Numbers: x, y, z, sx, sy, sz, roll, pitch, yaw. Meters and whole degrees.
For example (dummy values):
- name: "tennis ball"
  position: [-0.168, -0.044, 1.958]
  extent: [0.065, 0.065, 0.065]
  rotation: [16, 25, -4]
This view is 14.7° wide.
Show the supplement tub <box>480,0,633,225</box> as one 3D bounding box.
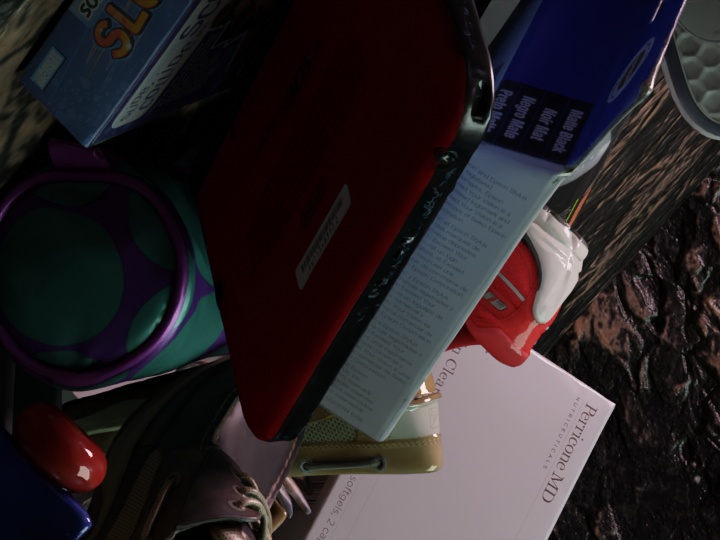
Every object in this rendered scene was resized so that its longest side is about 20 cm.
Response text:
- name: "supplement tub"
  position: [0.052, -0.067, 1.267]
  extent: [0.123, 0.123, 0.200]
  rotation: [-43, 171, -17]

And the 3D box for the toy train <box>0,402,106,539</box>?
- name: "toy train"
  position: [-0.115, 0.085, 0.923]
  extent: [0.085, 0.200, 0.116]
  rotation: [-46, 176, -2]

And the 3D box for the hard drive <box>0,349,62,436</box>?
- name: "hard drive"
  position: [-0.162, 0.135, 1.098]
  extent: [0.140, 0.033, 0.200]
  rotation: [-51, -153, 32]

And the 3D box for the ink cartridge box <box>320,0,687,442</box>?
- name: "ink cartridge box"
  position: [0.063, -0.064, 1.013]
  extent: [0.200, 0.041, 0.200]
  rotation: [-55, -175, 41]

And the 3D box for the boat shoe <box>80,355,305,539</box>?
- name: "boat shoe"
  position: [-0.062, 0.107, 1.001]
  extent: [0.073, 0.075, 0.200]
  rotation: [1, -140, 33]

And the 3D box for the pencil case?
- name: "pencil case"
  position: [-0.070, -0.009, 1.077]
  extent: [0.200, 0.085, 0.093]
  rotation: [-18, 115, -71]

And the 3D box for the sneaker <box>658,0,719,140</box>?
- name: "sneaker"
  position: [0.149, -0.144, 1.229]
  extent: [0.077, 0.203, 0.146]
  rotation: [-2, 169, -5]

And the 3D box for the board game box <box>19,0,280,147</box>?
- name: "board game box"
  position: [-0.016, -0.135, 0.911]
  extent: [0.200, 0.034, 0.135]
  rotation: [-51, 170, 29]

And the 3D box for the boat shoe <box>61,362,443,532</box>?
- name: "boat shoe"
  position: [-0.055, 0.075, 1.131]
  extent: [0.200, 0.076, 0.072]
  rotation: [-14, -179, 36]

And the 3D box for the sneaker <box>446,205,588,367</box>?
- name: "sneaker"
  position: [0.000, 0.000, 1.189]
  extent: [0.077, 0.200, 0.085]
  rotation: [44, 63, -42]

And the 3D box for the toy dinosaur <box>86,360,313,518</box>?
- name: "toy dinosaur"
  position: [-0.084, 0.116, 1.284]
  extent: [0.136, 0.086, 0.200]
  rotation: [-50, 179, -11]

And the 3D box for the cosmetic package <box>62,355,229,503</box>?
- name: "cosmetic package"
  position: [-0.086, 0.038, 1.332]
  extent: [0.200, 0.051, 0.083]
  rotation: [-38, 167, -45]

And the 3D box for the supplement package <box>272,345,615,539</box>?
- name: "supplement package"
  position: [0.005, 0.124, 1.338]
  extent: [0.200, 0.111, 0.156]
  rotation: [-62, -162, -15]

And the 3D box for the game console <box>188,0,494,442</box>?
- name: "game console"
  position: [0.029, -0.061, 0.931]
  extent: [0.118, 0.173, 0.200]
  rotation: [1, 145, -23]
